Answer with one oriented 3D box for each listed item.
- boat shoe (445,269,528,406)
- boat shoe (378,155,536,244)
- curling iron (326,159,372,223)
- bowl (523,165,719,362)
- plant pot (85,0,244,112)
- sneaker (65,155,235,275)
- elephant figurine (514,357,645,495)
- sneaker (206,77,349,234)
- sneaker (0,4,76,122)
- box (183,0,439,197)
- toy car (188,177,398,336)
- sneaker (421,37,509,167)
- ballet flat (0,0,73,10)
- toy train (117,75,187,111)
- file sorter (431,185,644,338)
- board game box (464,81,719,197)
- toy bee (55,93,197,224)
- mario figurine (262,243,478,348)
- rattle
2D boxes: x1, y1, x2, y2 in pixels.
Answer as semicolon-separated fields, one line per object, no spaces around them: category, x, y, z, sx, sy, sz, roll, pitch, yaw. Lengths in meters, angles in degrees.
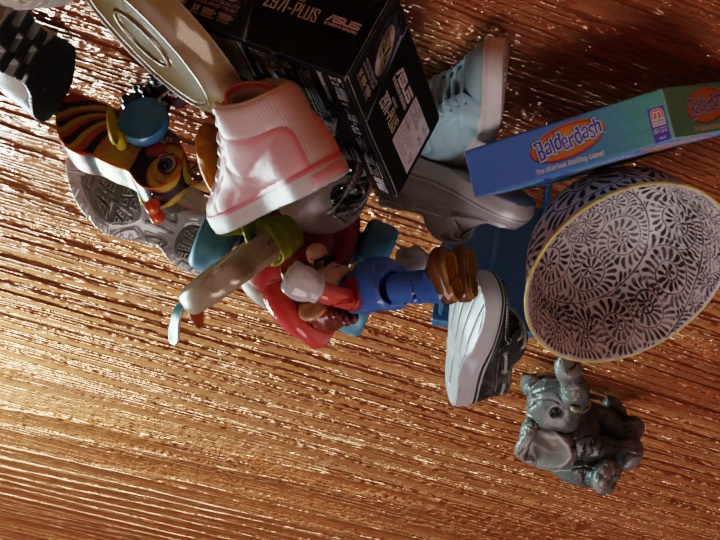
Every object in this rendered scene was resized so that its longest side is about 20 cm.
boat shoe;0.124;0.060;1.669;0.070;0.073;0.201;-9;150;-11
boat shoe;0.082;-0.061;1.611;0.071;0.069;0.199;3;-166;-44
curling iron;-0.048;-0.080;1.494;0.025;0.050;0.199;26;177;-32
bowl;0.222;-0.024;1.562;0.198;0.095;0.202;-11;131;-12
plant pot;-0.171;-0.197;1.430;0.200;0.028;0.200;42;170;9
sneaker;-0.215;-0.068;1.813;0.199;0.100;0.078;34;107;-9
elephant figurine;0.248;0.179;2.173;0.199;0.156;0.142;36;-171;-29
sneaker;-0.085;-0.098;1.419;0.105;0.075;0.200;60;152;-5
sneaker;-0.319;-0.201;1.572;0.088;0.075;0.200;27;168;16
box;-0.038;-0.166;1.455;0.162;0.087;0.200;22;162;23
toy car;-0.041;-0.075;1.691;0.183;0.178;0.201;24;127;-1
sneaker;0.079;-0.144;1.540;0.081;0.075;0.200;6;156;-6
ballet flat;-0.290;-0.255;1.430;0.069;0.070;0.200;3;156;13
toy train;-0.173;-0.169;1.610;0.046;0.034;0.200;37;149;-15
file sorter;0.176;-0.023;1.703;0.197;0.140;0.123;7;153;4
board game box;0.212;-0.113;1.502;0.198;0.046;0.151;-15;178;37
toy bee;-0.198;-0.102;1.600;0.198;0.110;0.131;-2;147;33
mario figurine;0.000;0.000;1.589;0.198;0.107;0.124;-10;142;23
rattle;-0.151;-0.026;1.600;0.143;0.131;0.200;41;154;-14
